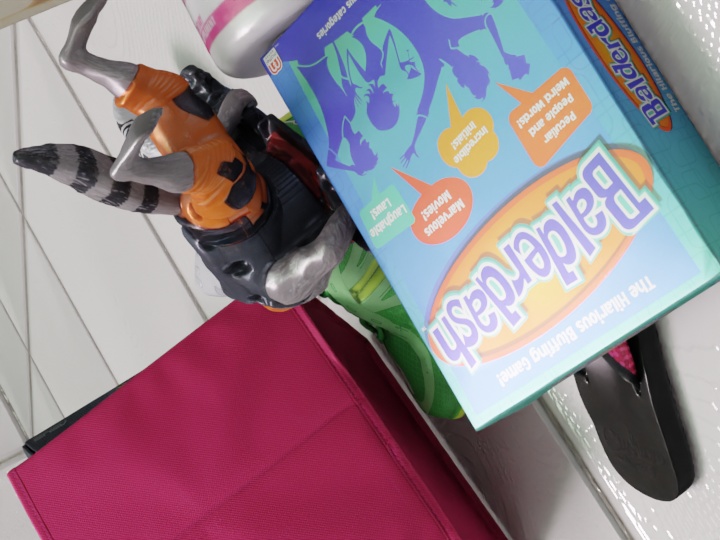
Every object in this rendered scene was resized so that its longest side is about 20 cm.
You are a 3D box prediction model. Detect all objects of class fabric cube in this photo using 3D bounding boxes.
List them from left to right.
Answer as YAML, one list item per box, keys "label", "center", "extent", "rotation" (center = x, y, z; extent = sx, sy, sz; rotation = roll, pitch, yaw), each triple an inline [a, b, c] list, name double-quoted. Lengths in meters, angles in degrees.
- label: "fabric cube"
  center: [-0.047, 0.153, 0.865]
  extent: [0.200, 0.199, 0.196]
  rotation: [55, -176, 24]

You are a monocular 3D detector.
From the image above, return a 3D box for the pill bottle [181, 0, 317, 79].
- label: "pill bottle"
  center: [-0.063, -0.206, 0.701]
  extent: [0.201, 0.113, 0.113]
  rotation: [62, 159, 5]

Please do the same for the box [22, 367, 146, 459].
- label: "box"
  center: [-0.167, 0.124, 1.190]
  extent: [0.158, 0.200, 0.051]
  rotation: [12, 131, 64]

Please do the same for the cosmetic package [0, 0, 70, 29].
- label: "cosmetic package"
  center: [-0.342, -0.235, 1.191]
  extent: [0.105, 0.200, 0.071]
  rotation: [40, 149, 48]

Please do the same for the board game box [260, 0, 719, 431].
- label: "board game box"
  center: [0.057, -0.053, 0.614]
  extent: [0.152, 0.045, 0.200]
  rotation: [-40, 76, 42]

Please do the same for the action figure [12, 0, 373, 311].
- label: "action figure"
  center: [-0.080, -0.047, 0.721]
  extent: [0.193, 0.105, 0.200]
  rotation: [44, 177, -43]

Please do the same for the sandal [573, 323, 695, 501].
- label: "sandal"
  center: [0.103, 0.025, 0.671]
  extent: [0.075, 0.045, 0.201]
  rotation: [9, 123, 64]

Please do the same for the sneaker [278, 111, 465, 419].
- label: "sneaker"
  center: [0.000, 0.000, 0.827]
  extent: [0.201, 0.083, 0.074]
  rotation: [62, 158, 3]

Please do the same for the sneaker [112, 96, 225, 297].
- label: "sneaker"
  center: [-0.112, -0.054, 1.035]
  extent: [0.200, 0.075, 0.115]
  rotation: [43, 148, 36]
